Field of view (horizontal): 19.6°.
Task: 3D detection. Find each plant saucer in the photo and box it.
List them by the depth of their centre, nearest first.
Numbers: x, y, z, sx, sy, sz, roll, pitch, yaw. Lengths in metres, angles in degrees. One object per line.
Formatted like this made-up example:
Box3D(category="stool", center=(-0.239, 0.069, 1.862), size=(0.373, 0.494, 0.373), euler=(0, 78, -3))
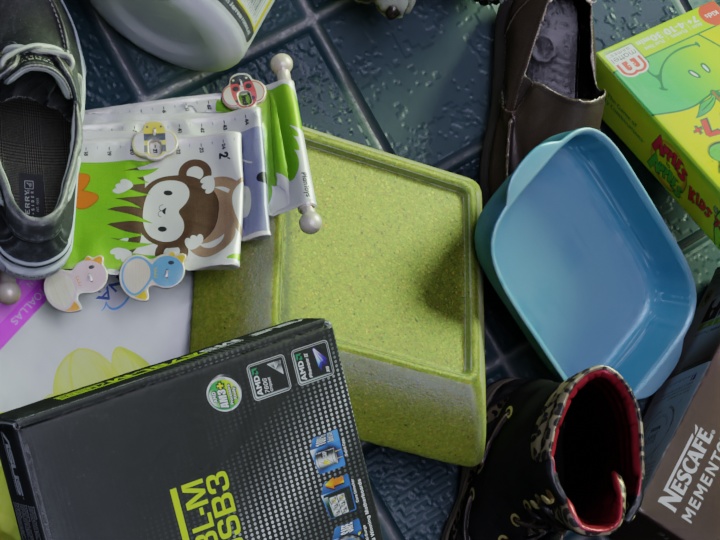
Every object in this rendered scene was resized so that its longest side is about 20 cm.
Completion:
Box3D(category="plant saucer", center=(0.000, 0.000, 1.249), size=(0.199, 0.048, 0.201), euler=(16, 58, -25))

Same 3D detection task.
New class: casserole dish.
Box3D(category="casserole dish", center=(0.137, 0.000, 1.302), size=(0.121, 0.039, 0.200), euler=(-48, 124, -18))

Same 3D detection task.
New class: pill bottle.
Box3D(category="pill bottle", center=(-0.079, -0.231, 1.277), size=(0.112, 0.112, 0.201), euler=(31, 70, -11))

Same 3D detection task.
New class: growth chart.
Box3D(category="growth chart", center=(-0.120, -0.049, 1.200), size=(0.199, 0.018, 0.145), euler=(-11, 60, -11))

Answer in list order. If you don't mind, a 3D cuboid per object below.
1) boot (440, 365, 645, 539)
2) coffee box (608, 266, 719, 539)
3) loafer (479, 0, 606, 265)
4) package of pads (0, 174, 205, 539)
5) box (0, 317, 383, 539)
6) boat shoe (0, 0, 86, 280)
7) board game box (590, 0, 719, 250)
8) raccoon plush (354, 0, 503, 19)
Box3D(category="boot", center=(0.107, 0.153, 1.243), size=(0.073, 0.151, 0.201), euler=(15, 74, -16))
Box3D(category="coffee box", center=(0.246, 0.103, 1.340), size=(0.114, 0.080, 0.201), euler=(35, 70, -9))
Box3D(category="loafer", center=(0.120, -0.094, 1.339), size=(0.073, 0.071, 0.201), euler=(0, 81, -19))
Box3D(category="package of pads", center=(-0.172, 0.065, 1.208), size=(0.154, 0.068, 0.200), euler=(43, 69, -6))
Box3D(category="box", center=(-0.083, 0.146, 1.125), size=(0.192, 0.047, 0.201), euler=(-17, 98, -31))
Box3D(category="boat shoe", center=(-0.181, -0.095, 1.165), size=(0.072, 0.071, 0.201), euler=(-1, 63, -20))
Box3D(category="board game box", center=(0.246, -0.079, 1.345), size=(0.101, 0.048, 0.200), euler=(-25, 58, -22))
Box3D(category="raccoon plush", center=(0.035, -0.245, 1.355), size=(0.133, 0.097, 0.201), euler=(3, 48, -5))
